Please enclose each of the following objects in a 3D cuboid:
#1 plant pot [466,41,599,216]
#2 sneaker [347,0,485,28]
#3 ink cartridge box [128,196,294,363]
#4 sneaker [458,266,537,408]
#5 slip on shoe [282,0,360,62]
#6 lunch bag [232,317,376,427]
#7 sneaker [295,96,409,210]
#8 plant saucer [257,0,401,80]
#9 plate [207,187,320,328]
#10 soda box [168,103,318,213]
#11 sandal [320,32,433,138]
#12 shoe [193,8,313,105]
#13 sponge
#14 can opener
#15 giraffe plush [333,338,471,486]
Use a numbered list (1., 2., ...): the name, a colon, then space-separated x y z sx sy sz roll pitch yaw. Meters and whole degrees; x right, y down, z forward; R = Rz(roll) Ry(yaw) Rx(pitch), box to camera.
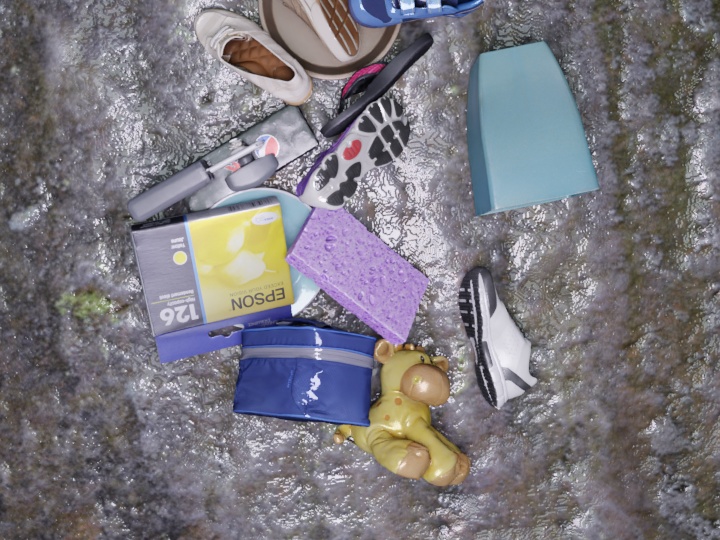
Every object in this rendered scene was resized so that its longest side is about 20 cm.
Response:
1. plant pot: 0.214 -0.188 1.119 0.139 0.141 0.203 -10 91 -1
2. sneaker: 0.079 -0.361 1.093 0.197 0.082 0.075 -14 104 -19
3. ink cartridge box: -0.189 0.019 1.122 0.195 0.047 0.203 -13 110 -14
4. sneaker: 0.195 0.088 1.195 0.079 0.074 0.203 -17 103 -14
5. slip on shoe: -0.072 -0.358 1.096 0.060 0.076 0.201 -21 111 41
6. lunch bag: -0.077 0.131 1.119 0.135 0.198 0.134 17 75 -42
7. sneaker: -0.015 -0.161 1.129 0.200 0.083 0.081 -43 116 -24
8. plant saucer: -0.039 -0.359 1.138 0.197 0.029 0.203 0 97 -2
9. plate: -0.141 -0.018 1.162 0.197 0.026 0.203 -6 111 -17
10. soda box: -0.155 -0.148 1.144 0.198 0.063 0.071 -31 98 3
11. sandal: 0.015 -0.255 1.136 0.200 0.075 0.045 -45 91 -4
12. shoe: -0.145 -0.288 1.102 0.199 0.053 0.070 36 96 16
13. sponge: 0.000 0.000 1.144 0.199 0.030 0.112 38 54 -15
14. can opener: -0.204 -0.113 1.089 0.198 0.053 0.067 -25 99 2
15. giraffe plush: 0.070 0.187 1.172 0.198 0.172 0.164 18 86 30
